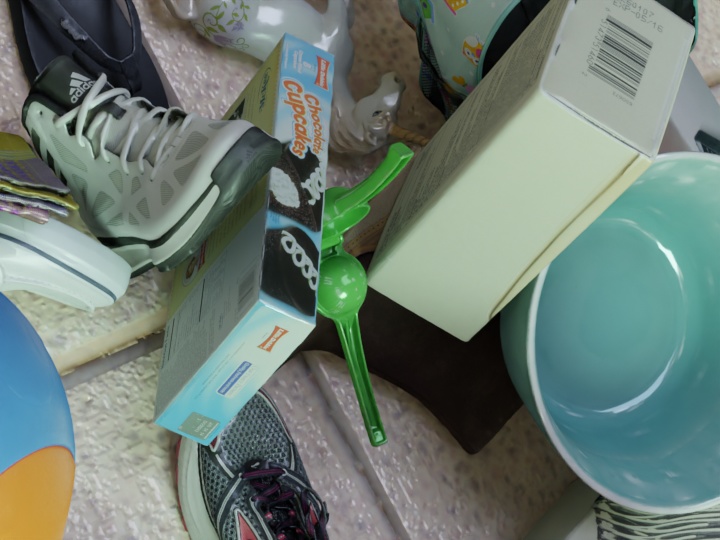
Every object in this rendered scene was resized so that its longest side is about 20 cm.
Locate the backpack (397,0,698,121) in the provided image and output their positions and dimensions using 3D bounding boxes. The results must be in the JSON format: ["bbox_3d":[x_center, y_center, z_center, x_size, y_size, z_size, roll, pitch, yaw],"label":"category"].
[{"bbox_3d":[0.108,-0.172,1.227,0.175,0.200,0.154,-30,73,-7],"label":"backpack"}]

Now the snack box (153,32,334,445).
[{"bbox_3d":[-0.061,-0.020,1.117,0.037,0.116,0.201,24,44,-21],"label":"snack box"}]

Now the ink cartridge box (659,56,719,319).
[{"bbox_3d":[0.228,-0.021,1.337,0.201,0.043,0.174,56,28,-17],"label":"ink cartridge box"}]

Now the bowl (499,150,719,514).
[{"bbox_3d":[0.160,0.030,1.201,0.199,0.105,0.203,-2,96,-23],"label":"bowl"}]

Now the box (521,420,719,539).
[{"bbox_3d":[0.160,0.159,1.245,0.082,0.068,0.200,51,50,-5],"label":"box"}]

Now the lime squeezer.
[{"bbox_3d":[0.000,0.000,1.115,0.070,0.201,0.038,29,44,27],"label":"lime squeezer"}]

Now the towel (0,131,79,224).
[{"bbox_3d":[-0.244,-0.075,1.040,0.199,0.144,0.023,20,99,-23],"label":"towel"}]

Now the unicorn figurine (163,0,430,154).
[{"bbox_3d":[-0.037,-0.150,1.262,0.198,0.074,0.139,18,68,-11],"label":"unicorn figurine"}]

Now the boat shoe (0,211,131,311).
[{"bbox_3d":[-0.218,-0.008,1.069,0.199,0.073,0.067,22,77,-18],"label":"boat shoe"}]

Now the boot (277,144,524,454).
[{"bbox_3d":[0.023,0.045,1.204,0.200,0.072,0.167,-44,109,-26],"label":"boot"}]

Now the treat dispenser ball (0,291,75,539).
[{"bbox_3d":[-0.226,0.085,0.921,0.199,0.201,0.203,15,60,-29],"label":"treat dispenser ball"}]

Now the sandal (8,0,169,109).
[{"bbox_3d":[-0.165,-0.156,1.183,0.076,0.043,0.202,-20,81,-39],"label":"sandal"}]

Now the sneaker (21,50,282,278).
[{"bbox_3d":[-0.121,-0.062,1.069,0.115,0.200,0.076,46,66,-10],"label":"sneaker"}]

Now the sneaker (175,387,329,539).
[{"bbox_3d":[-0.037,0.151,1.106,0.080,0.075,0.202,-7,72,-36],"label":"sneaker"}]

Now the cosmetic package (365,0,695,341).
[{"bbox_3d":[0.087,-0.059,1.105,0.073,0.200,0.104,30,53,-9],"label":"cosmetic package"}]
